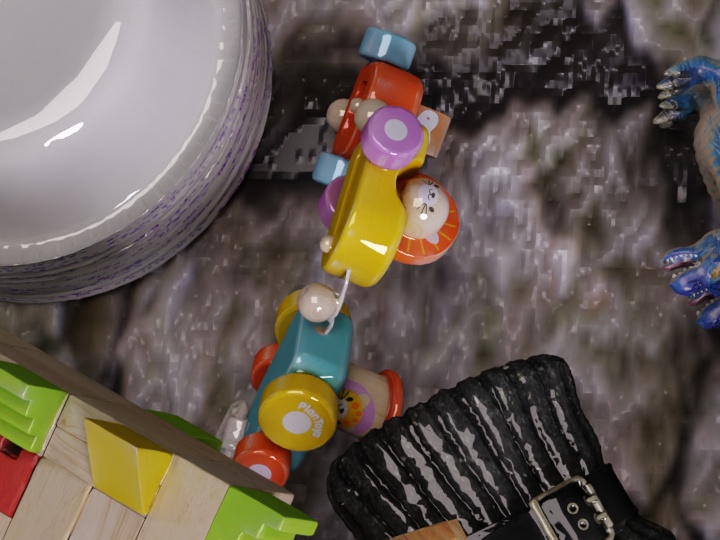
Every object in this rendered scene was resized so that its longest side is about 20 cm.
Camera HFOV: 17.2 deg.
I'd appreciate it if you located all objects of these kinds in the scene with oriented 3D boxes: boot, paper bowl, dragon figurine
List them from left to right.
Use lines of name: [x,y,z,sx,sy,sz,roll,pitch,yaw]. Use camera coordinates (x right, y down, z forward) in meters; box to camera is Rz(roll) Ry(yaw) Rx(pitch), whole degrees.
paper bowl: [-0.144,-0.094,1.014,0.200,0.104,0.201,-3,74,9]
boot: [0.107,0.101,0.897,0.210,0.080,0.158,-15,60,-23]
dragon figurine: [0.186,-0.060,0.959,0.200,0.059,0.100,-36,71,-12]

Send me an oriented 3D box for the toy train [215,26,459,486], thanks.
toy train: [0.000,0.000,0.956,0.055,0.150,0.201,20,86,-8]

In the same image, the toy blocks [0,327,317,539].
toy blocks: [-0.122,0.110,0.882,0.200,0.100,0.137,27,94,28]

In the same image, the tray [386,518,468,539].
tray: [0.002,0.182,0.866,0.037,0.200,0.099,-14,65,-35]
